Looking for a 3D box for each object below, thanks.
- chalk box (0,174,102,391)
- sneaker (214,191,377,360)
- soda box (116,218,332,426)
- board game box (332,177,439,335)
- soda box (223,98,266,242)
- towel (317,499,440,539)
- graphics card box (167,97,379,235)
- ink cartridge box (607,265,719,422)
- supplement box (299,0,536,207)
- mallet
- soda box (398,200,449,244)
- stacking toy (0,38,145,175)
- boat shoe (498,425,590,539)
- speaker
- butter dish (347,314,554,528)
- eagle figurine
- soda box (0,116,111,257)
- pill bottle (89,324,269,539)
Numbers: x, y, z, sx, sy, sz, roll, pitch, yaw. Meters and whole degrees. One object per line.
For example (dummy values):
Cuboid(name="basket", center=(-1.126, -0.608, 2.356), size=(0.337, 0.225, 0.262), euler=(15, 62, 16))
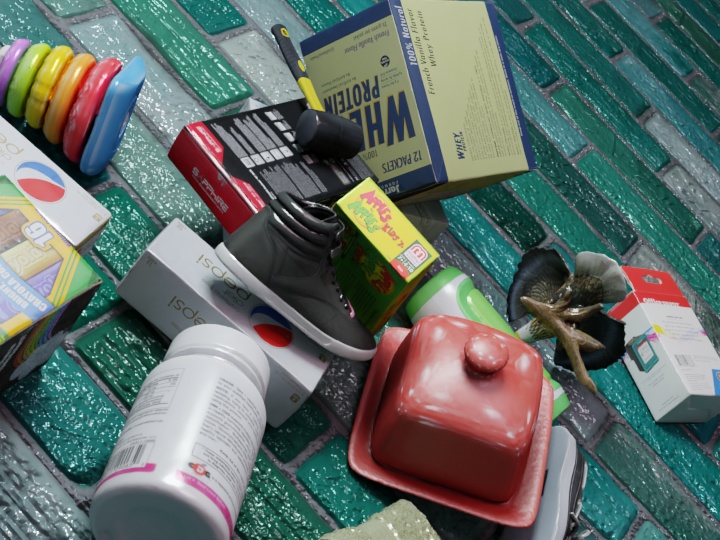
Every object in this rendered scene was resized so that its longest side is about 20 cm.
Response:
Cuboid(name="chalk box", center=(-0.323, 0.036, 0.985), size=(0.124, 0.125, 0.200), euler=(46, 34, 5))
Cuboid(name="sneaker", center=(-0.032, 0.004, 1.187), size=(0.200, 0.099, 0.071), euler=(39, 8, -31))
Cuboid(name="soda box", center=(-0.125, 0.050, 1.195), size=(0.200, 0.064, 0.068), euler=(41, 33, -5))
Cuboid(name="board game box", center=(0.000, 0.000, 1.271), size=(0.048, 0.200, 0.102), euler=(-39, 82, -26))
Cuboid(name="soda box", center=(-0.105, -0.086, 1.359), size=(0.063, 0.068, 0.201), euler=(22, 40, -26))
Cuboid(name="towel", center=(0.054, 0.306, 1.148), size=(0.148, 0.037, 0.201), euler=(-12, 62, -50))
Cuboid(name="graphics card box", center=(-0.084, -0.102, 1.279), size=(0.126, 0.051, 0.199), euler=(49, 37, 12))
Cuboid(name="ink cartridge box", center=(0.395, 0.096, 1.670), size=(0.115, 0.067, 0.201), euler=(7, 49, -41))
Cuboid(name="supplement box", center=(0.066, -0.181, 1.411), size=(0.199, 0.133, 0.202), euler=(-13, 87, -50))
Cuboid(name="mallet", center=(-0.064, -0.193, 1.327), size=(0.065, 0.041, 0.201), euler=(7, 42, -43))
Cuboid(name="soda box", center=(0.003, -0.076, 1.470), size=(0.198, 0.063, 0.069), euler=(12, 46, -36))
Cuboid(name="stacking toy", center=(-0.321, -0.186, 1.253), size=(0.198, 0.111, 0.116), euler=(24, 22, -7))
Cuboid(name="boat shoe", center=(0.193, 0.256, 1.308), size=(0.068, 0.073, 0.200), euler=(49, 37, -25))
Cuboid(name="speaker", center=(0.139, 0.094, 1.409), size=(0.200, 0.089, 0.088), euler=(50, 36, 10))
Cuboid(name="butter dish", center=(0.106, 0.119, 1.256), size=(0.197, 0.149, 0.201), euler=(18, 47, 1))
Cuboid(name="eagle figurine", center=(0.230, 0.051, 1.467), size=(0.149, 0.154, 0.200), euler=(4, 4, 14))
Cuboid(name="soda box", center=(-0.326, -0.082, 1.157), size=(0.200, 0.064, 0.068), euler=(42, 35, -3))
Cuboid(name="pill bottle", center=(-0.141, 0.144, 1.059), size=(0.113, 0.113, 0.201), euler=(33, 37, -13))
